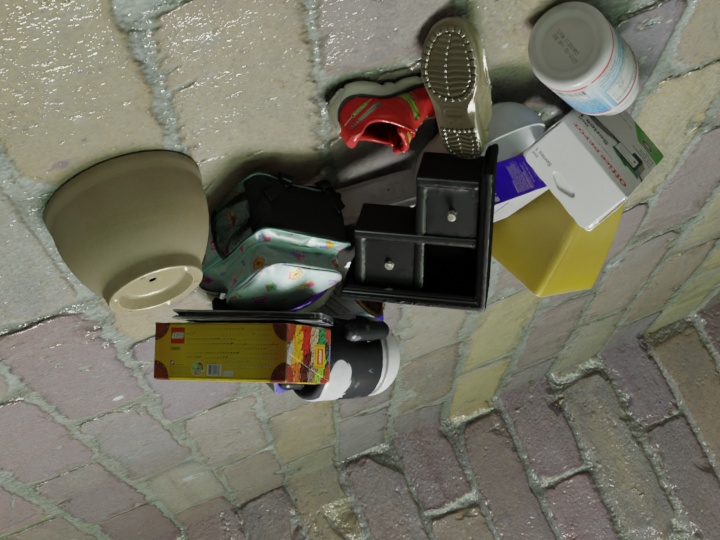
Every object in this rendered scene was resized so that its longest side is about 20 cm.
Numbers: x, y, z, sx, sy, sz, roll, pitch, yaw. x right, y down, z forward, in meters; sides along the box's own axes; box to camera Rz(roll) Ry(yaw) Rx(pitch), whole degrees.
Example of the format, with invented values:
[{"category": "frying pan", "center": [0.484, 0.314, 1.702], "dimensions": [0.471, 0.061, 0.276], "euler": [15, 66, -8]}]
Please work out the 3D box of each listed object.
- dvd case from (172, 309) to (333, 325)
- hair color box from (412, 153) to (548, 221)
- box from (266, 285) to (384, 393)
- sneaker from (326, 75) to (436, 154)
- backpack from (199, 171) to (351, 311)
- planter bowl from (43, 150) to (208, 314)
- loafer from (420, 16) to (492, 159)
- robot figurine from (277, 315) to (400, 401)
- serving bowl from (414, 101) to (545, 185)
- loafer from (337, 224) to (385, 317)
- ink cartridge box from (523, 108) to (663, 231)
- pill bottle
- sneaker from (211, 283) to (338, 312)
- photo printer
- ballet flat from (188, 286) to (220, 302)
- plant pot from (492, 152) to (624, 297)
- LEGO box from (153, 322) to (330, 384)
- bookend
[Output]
[{"category": "dvd case", "center": [-0.142, 0.065, 1.521], "dimensions": [0.197, 0.016, 0.149], "euler": [2, 175, 5]}, {"category": "hair color box", "center": [0.175, -0.105, 1.603], "dimensions": [0.199, 0.065, 0.109], "euler": [-22, 170, -45]}, {"category": "box", "center": [-0.089, 0.093, 1.801], "dimensions": [0.198, 0.184, 0.106], "euler": [-14, 117, -26]}, {"category": "sneaker", "center": [0.049, -0.186, 1.392], "dimensions": [0.198, 0.086, 0.077], "euler": [-12, 159, -31]}, {"category": "backpack", "center": [-0.127, -0.027, 1.505], "dimensions": [0.174, 0.156, 0.199], "euler": [5, 161, -42]}, {"category": "planter bowl", "center": [-0.267, -0.032, 1.353], "dimensions": [0.198, 0.136, 0.201], "euler": [-20, 161, -7]}, {"category": "loafer", "center": [0.120, -0.228, 1.355], "dimensions": [0.075, 0.069, 0.201], "euler": [10, 140, 19]}, {"category": "robot figurine", "center": [-0.035, 0.127, 1.657], "dimensions": [0.198, 0.127, 0.150], "euler": [0, -171, -36]}, {"category": "serving bowl", "center": [0.155, -0.177, 1.554], "dimensions": [0.198, 0.066, 0.200], "euler": [-28, 172, -5]}, {"category": "loafer", "center": [0.000, 0.000, 1.621], "dimensions": [0.072, 0.073, 0.200], "euler": [-22, 150, 12]}, {"category": "ink cartridge box", "center": [0.336, -0.163, 1.601], "dimensions": [0.084, 0.146, 0.200], "euler": [-42, 178, 36]}, {"category": "pill bottle", "center": [0.295, -0.264, 1.444], "dimensions": [0.108, 0.110, 0.199], "euler": [-31, 160, 21]}, {"category": "sneaker", "center": [-0.128, 0.028, 1.628], "dimensions": [0.199, 0.100, 0.070], "euler": [-31, -156, -7]}, {"category": "photo printer", "center": [0.021, -0.056, 1.688], "dimensions": [0.164, 0.070, 0.201], "euler": [-16, 151, -10]}, {"category": "ballet flat", "center": [-0.204, 0.013, 1.658], "dimensions": [0.198, 0.064, 0.067], "euler": [-13, 160, -28]}, {"category": "plant pot", "center": [0.300, -0.097, 1.761], "dimensions": [0.199, 0.200, 0.178], "euler": [-6, 134, -53]}, {"category": "LEGO box", "center": [-0.158, 0.112, 1.514], "dimensions": [0.197, 0.078, 0.149], "euler": [-1, 174, 20]}, {"category": "bookend", "center": [0.076, -0.062, 1.464], "dimensions": [0.196, 0.092, 0.202], "euler": [6, 121, 9]}]
